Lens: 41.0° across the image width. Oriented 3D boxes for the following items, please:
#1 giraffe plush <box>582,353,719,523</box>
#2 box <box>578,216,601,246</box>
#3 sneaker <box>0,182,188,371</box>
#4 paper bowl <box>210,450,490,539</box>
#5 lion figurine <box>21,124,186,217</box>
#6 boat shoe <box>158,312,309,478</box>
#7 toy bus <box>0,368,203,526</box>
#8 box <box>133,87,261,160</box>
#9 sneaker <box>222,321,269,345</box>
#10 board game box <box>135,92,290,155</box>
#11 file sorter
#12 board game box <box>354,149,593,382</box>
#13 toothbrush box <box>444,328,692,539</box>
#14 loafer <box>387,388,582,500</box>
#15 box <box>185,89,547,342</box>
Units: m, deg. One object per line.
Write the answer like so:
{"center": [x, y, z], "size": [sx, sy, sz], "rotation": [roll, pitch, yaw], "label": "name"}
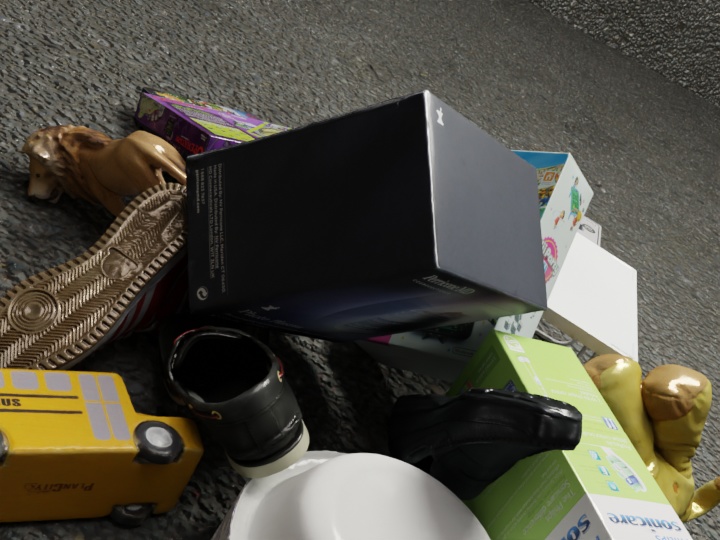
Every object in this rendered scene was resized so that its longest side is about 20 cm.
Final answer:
{"center": [0.207, 0.190, 0.766], "size": [0.201, 0.171, 0.163], "rotation": [59, 32, -20], "label": "giraffe plush"}
{"center": [0.235, -0.026, 1.201], "size": [0.116, 0.060, 0.200], "rotation": [31, 27, 0], "label": "box"}
{"center": [-0.191, 0.032, 0.702], "size": [0.071, 0.113, 0.200], "rotation": [39, 59, 11], "label": "sneaker"}
{"center": [0.007, 0.193, 0.580], "size": [0.199, 0.105, 0.201], "rotation": [25, 28, -14], "label": "paper bowl"}
{"center": [-0.189, -0.082, 0.788], "size": [0.123, 0.199, 0.073], "rotation": [49, 52, -30], "label": "lion figurine"}
{"center": [-0.096, 0.065, 0.654], "size": [0.073, 0.064, 0.201], "rotation": [-29, 27, -15], "label": "boat shoe"}
{"center": [-0.197, 0.103, 0.566], "size": [0.199, 0.065, 0.078], "rotation": [7, 34, -37], "label": "toy bus"}
{"center": [-0.133, -0.126, 0.974], "size": [0.136, 0.038, 0.200], "rotation": [9, 20, -36], "label": "box"}
{"center": [-0.118, 0.007, 0.806], "size": [0.087, 0.075, 0.201], "rotation": [0, 42, -9], "label": "sneaker"}
{"center": [-0.087, -0.111, 0.861], "size": [0.199, 0.033, 0.120], "rotation": [6, 24, -44], "label": "board game box"}
{"center": [0.183, 0.049, 0.960], "size": [0.138, 0.125, 0.200], "rotation": [32, 28, 0], "label": "file sorter"}
{"center": [0.095, -0.007, 0.836], "size": [0.147, 0.201, 0.064], "rotation": [9, -25, 41], "label": "board game box"}
{"center": [0.125, 0.166, 0.693], "size": [0.085, 0.146, 0.201], "rotation": [15, 31, -28], "label": "toothbrush box"}
{"center": [0.078, 0.118, 0.644], "size": [0.067, 0.200, 0.071], "rotation": [14, 75, -23], "label": "loafer"}
{"center": [0.010, -0.024, 0.704], "size": [0.199, 0.197, 0.125], "rotation": [17, 65, -57], "label": "box"}
